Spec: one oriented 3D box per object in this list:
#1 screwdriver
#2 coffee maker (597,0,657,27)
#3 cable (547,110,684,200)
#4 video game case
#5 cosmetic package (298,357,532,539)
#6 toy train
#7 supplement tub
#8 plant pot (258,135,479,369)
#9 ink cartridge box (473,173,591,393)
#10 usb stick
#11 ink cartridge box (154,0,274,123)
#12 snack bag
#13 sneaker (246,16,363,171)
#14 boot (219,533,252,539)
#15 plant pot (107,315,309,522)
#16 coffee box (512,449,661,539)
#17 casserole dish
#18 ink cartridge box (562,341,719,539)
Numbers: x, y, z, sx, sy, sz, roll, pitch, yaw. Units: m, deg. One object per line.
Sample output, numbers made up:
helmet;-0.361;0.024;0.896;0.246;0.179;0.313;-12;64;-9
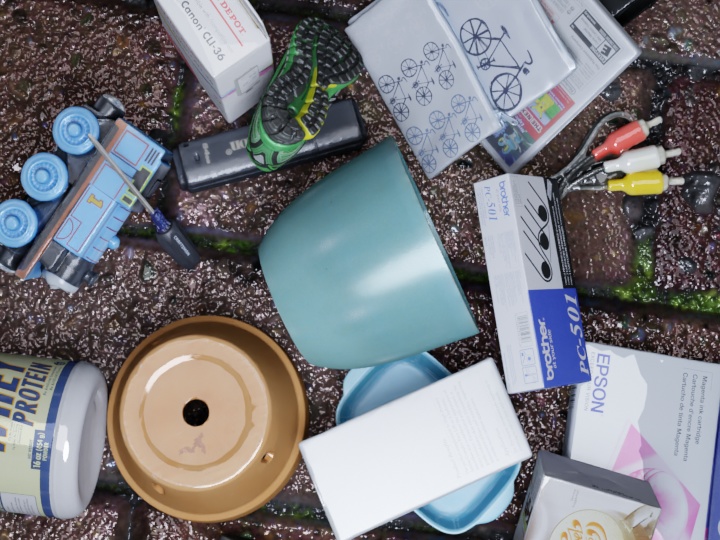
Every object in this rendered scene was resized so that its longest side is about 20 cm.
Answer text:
screwdriver;-0.202;-0.067;1.175;0.029;0.201;0.028;-22;49;3
coffee maker;0.210;-0.335;1.246;0.191;0.135;0.201;-36;83;-6
cable;0.222;-0.100;1.251;0.198;0.050;0.098;-20;85;-4
video game case;0.149;-0.228;1.233;0.182;0.023;0.201;-44;82;28
cosmetic package;0.051;0.167;1.159;0.198;0.074;0.103;-22;82;-2
toy train;-0.273;-0.070;1.211;0.114;0.087;0.201;34;90;-1
supplement tub;-0.345;0.148;1.152;0.197;0.145;0.147;6;81;-1
plant pot;0.000;0.000;1.165;0.159;0.201;0.203;-25;82;5
ink cartridge box;0.166;0.012;1.187;0.044;0.093;0.203;-14;82;38
usb stick;-0.091;-0.126;1.257;0.197;0.033;0.056;-15;78;-3
ink cartridge box;-0.141;-0.230;1.187;0.067;0.200;0.117;-36;83;-7
snack bag;0.098;-0.220;1.229;0.199;0.021;0.190;-32;82;30
sneaker;-0.063;-0.177;1.218;0.078;0.085;0.201;39;45;-9
boot;-0.083;0.359;1.172;0.197;0.069;0.176;18;84;9
plant pot;-0.146;0.135;1.162;0.197;0.140;0.203;0;80;-2
coffee box;0.191;0.285;1.148;0.113;0.080;0.203;16;100;1
casserole dish;0.065;0.164;1.214;0.200;0.039;0.121;43;82;4
ink cartridge box;0.298;0.183;1.215;0.197;0.043;0.199;9;81;1
